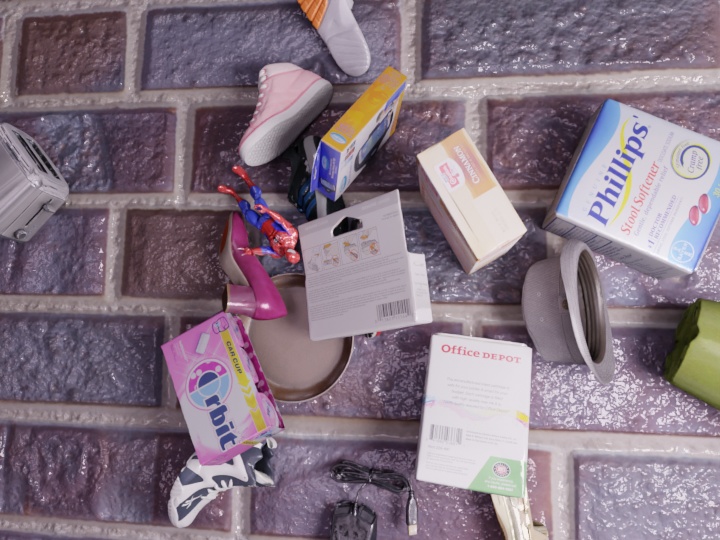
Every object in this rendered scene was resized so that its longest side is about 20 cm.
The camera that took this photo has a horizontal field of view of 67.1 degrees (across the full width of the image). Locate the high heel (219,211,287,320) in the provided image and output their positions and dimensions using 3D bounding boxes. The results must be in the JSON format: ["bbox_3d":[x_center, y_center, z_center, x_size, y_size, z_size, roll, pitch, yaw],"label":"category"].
[{"bbox_3d":[-0.172,-0.008,0.866,0.095,0.067,0.202,10,53,-27],"label":"high heel"}]

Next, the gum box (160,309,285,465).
[{"bbox_3d":[-0.206,0.168,0.805,0.113,0.066,0.201,-29,68,2],"label":"gum box"}]

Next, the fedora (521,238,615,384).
[{"bbox_3d":[0.287,0.060,0.768,0.090,0.176,0.202,-12,91,36],"label":"fedora"}]

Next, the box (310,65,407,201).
[{"bbox_3d":[-0.005,-0.193,0.802,0.041,0.119,0.201,31,65,8],"label":"box"}]

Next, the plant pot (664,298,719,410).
[{"bbox_3d":[0.520,0.125,0.713,0.188,0.200,0.202,21,87,22],"label":"plant pot"}]

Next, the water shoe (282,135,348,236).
[{"bbox_3d":[-0.074,-0.112,0.874,0.078,0.071,0.202,-15,77,28],"label":"water shoe"}]

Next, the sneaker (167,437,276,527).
[{"bbox_3d":[-0.199,0.322,0.830,0.129,0.080,0.200,26,78,18],"label":"sneaker"}]

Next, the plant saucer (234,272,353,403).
[{"bbox_3d":[-0.107,0.106,0.865,0.198,0.032,0.203,-1,84,7],"label":"plant saucer"}]

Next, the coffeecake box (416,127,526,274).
[{"bbox_3d":[0.148,-0.086,0.763,0.073,0.200,0.155,-29,81,4],"label":"coffeecake box"}]

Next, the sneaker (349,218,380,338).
[{"bbox_3d":[0.033,0.006,0.837,0.084,0.077,0.203,-1,98,-31],"label":"sneaker"}]

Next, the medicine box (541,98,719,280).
[{"bbox_3d":[0.396,-0.112,0.782,0.198,0.103,0.184,25,88,9],"label":"medicine box"}]

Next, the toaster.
[{"bbox_3d":[-0.597,-0.155,0.921,0.129,0.114,0.200,-40,78,-2],"label":"toaster"}]

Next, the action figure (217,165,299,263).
[{"bbox_3d":[-0.167,-0.084,0.835,0.065,0.099,0.200,-49,67,15],"label":"action figure"}]

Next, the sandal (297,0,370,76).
[{"bbox_3d":[-0.044,-0.422,0.903,0.079,0.059,0.208,-22,102,21],"label":"sandal"}]

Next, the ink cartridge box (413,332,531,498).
[{"bbox_3d":[0.158,0.202,0.767,0.143,0.088,0.202,7,70,8],"label":"ink cartridge box"}]

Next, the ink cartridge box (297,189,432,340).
[{"bbox_3d":[0.000,0.000,0.773,0.199,0.044,0.178,-14,78,39],"label":"ink cartridge box"}]

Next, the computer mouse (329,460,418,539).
[{"bbox_3d":[0.016,0.395,0.813,0.139,0.046,0.202,2,73,12],"label":"computer mouse"}]

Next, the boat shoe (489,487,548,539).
[{"bbox_3d":[0.236,0.381,0.770,0.064,0.072,0.202,-17,77,7],"label":"boat shoe"}]

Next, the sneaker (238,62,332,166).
[{"bbox_3d":[-0.144,-0.258,0.872,0.104,0.076,0.200,37,68,12],"label":"sneaker"}]
